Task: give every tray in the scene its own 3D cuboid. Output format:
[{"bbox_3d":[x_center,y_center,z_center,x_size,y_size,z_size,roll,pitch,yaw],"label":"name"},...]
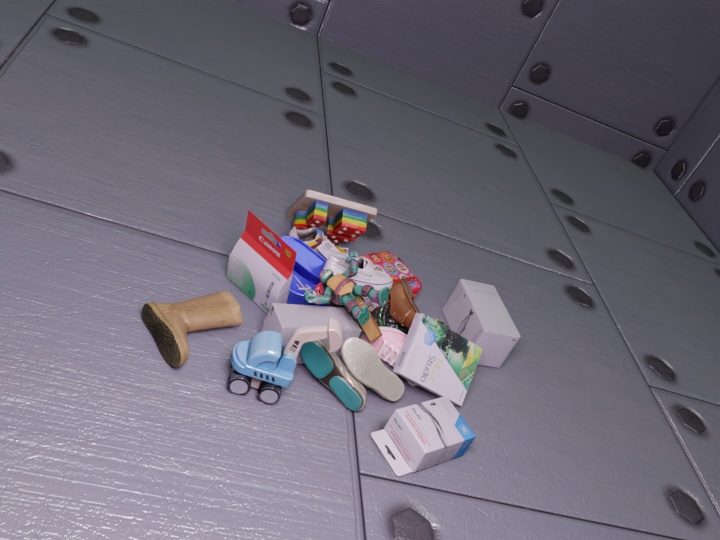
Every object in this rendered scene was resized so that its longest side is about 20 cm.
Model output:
[{"bbox_3d":[-0.012,0.082,1.672,0.099,0.037,0.200,60,-4,-26],"label":"tray"}]

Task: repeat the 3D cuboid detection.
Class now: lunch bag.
[{"bbox_3d":[0.062,0.038,1.865,0.198,0.082,0.177,-10,53,-48],"label":"lunch bag"}]

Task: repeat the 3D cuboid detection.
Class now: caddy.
[{"bbox_3d":[-0.159,0.017,1.706,0.199,0.106,0.141,38,57,12],"label":"caddy"}]

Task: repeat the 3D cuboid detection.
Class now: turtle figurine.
[{"bbox_3d":[-0.040,0.031,1.552,0.199,0.151,0.101,31,-10,31],"label":"turtle figurine"}]

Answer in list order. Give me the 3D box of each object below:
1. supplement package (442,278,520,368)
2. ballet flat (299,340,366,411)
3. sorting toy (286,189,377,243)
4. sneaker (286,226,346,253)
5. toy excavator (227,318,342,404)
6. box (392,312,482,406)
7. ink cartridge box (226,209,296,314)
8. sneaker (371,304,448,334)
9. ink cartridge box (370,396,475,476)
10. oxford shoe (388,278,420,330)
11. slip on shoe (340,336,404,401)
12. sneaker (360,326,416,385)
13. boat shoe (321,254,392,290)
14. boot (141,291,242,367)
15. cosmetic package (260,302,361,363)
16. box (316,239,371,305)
[{"bbox_3d":[0.313,0.138,1.876,0.116,0.118,0.201,11,35,-24],"label":"supplement package"},{"bbox_3d":[-0.059,0.213,1.520,0.201,0.067,0.062,53,22,-5],"label":"ballet flat"},{"bbox_3d":[-0.084,-0.130,1.906,0.197,0.198,0.071,13,75,-19],"label":"sorting toy"},{"bbox_3d":[-0.102,-0.062,1.865,0.197,0.091,0.075,7,37,-29],"label":"sneaker"},{"bbox_3d":[-0.151,0.163,1.413,0.192,0.202,0.101,19,33,-14],"label":"toy excavator"},{"bbox_3d":[0.179,0.204,1.626,0.199,0.146,0.036,30,-14,-30],"label":"box"},{"bbox_3d":[-0.224,-0.010,1.599,0.160,0.201,0.050,40,52,19],"label":"ink cartridge box"},{"bbox_3d":[0.120,0.140,1.787,0.197,0.079,0.085,18,-4,-3],"label":"sneaker"},{"bbox_3d":[0.132,0.345,1.499,0.198,0.067,0.116,-5,45,-41],"label":"ink cartridge box"},{"bbox_3d":[0.109,0.112,1.701,0.070,0.072,0.202,-17,50,-6],"label":"oxford shoe"},{"bbox_3d":[0.019,0.212,1.544,0.200,0.074,0.061,46,-13,-33],"label":"slip on shoe"},{"bbox_3d":[0.096,0.202,1.660,0.198,0.076,0.105,22,27,-18],"label":"sneaker"},{"bbox_3d":[0.000,0.000,1.675,0.197,0.067,0.072,11,17,-31],"label":"boat shoe"},{"bbox_3d":[-0.328,0.112,1.480,0.198,0.067,0.176,-6,46,-43],"label":"boot"},{"bbox_3d":[-0.111,0.140,1.562,0.197,0.108,0.091,2,36,-33],"label":"cosmetic package"},{"bbox_3d":[-0.035,0.003,1.779,0.041,0.039,0.200,-38,62,-14],"label":"box"}]
